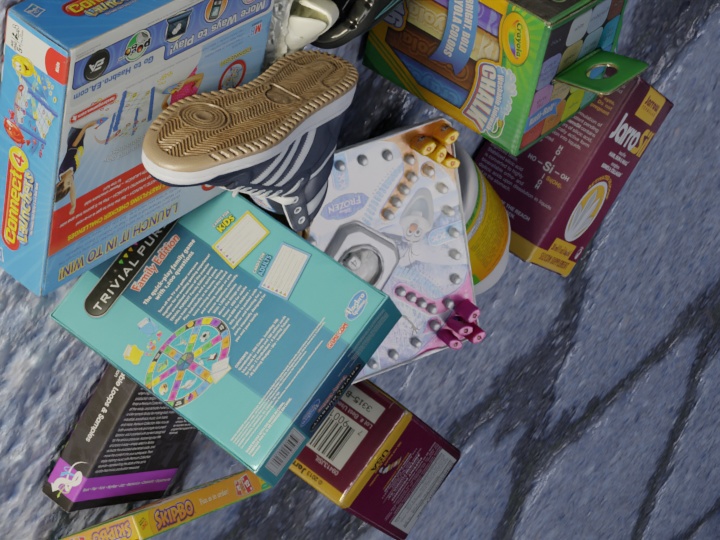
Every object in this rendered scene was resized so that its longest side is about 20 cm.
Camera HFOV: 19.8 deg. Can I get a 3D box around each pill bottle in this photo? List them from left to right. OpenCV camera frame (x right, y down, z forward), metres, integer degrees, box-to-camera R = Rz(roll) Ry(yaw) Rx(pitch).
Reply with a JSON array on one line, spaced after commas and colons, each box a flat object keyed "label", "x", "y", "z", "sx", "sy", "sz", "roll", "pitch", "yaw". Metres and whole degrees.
[{"label": "pill bottle", "x": 0.068, "y": -0.042, "z": 1.776, "sx": 0.111, "sy": 0.111, "sz": 0.200, "roll": -54, "pitch": 157, "yaw": -4}]

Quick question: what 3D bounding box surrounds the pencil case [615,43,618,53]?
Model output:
[{"label": "pencil case", "x": 0.204, "y": -0.267, "z": 1.771, "sx": 0.085, "sy": 0.092, "sz": 0.200, "roll": -34, "pitch": 148, "yaw": -41}]

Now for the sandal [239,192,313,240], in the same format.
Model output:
[{"label": "sandal", "x": -0.056, "y": -0.049, "z": 1.518, "sx": 0.070, "sy": 0.077, "sz": 0.212, "roll": -2, "pitch": 103, "yaw": -57}]

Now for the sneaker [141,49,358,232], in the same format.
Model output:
[{"label": "sneaker", "x": -0.076, "y": -0.068, "z": 1.371, "sx": 0.200, "sy": 0.070, "sz": 0.109, "roll": -32, "pitch": 147, "yaw": -48}]

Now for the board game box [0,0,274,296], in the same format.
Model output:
[{"label": "board game box", "x": -0.147, "y": -0.109, "z": 1.338, "sx": 0.200, "sy": 0.056, "sz": 0.196, "roll": -33, "pitch": 148, "yaw": -42}]

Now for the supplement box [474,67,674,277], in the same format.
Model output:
[{"label": "supplement box", "x": 0.189, "y": -0.108, "z": 1.937, "sx": 0.200, "sy": 0.103, "sz": 0.131, "roll": -59, "pitch": 156, "yaw": 7}]

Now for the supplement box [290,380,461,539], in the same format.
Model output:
[{"label": "supplement box", "x": -0.008, "y": 0.151, "z": 1.842, "sx": 0.103, "sy": 0.131, "sz": 0.200, "roll": -54, "pitch": 158, "yaw": -4}]

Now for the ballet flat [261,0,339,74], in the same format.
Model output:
[{"label": "ballet flat", "x": -0.040, "y": -0.200, "z": 1.400, "sx": 0.072, "sy": 0.072, "sz": 0.200, "roll": -26, "pitch": 143, "yaw": -49}]

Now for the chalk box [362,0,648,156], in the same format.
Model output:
[{"label": "chalk box", "x": 0.122, "y": -0.182, "z": 1.582, "sx": 0.125, "sy": 0.200, "sz": 0.124, "roll": -33, "pitch": 148, "yaw": -42}]

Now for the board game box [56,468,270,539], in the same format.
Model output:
[{"label": "board game box", "x": -0.167, "y": 0.203, "z": 1.686, "sx": 0.095, "sy": 0.030, "sz": 0.200, "roll": -22, "pitch": 179, "yaw": 33}]

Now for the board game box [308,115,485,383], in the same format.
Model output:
[{"label": "board game box", "x": 0.000, "y": 0.000, "z": 1.625, "sx": 0.199, "sy": 0.026, "sz": 0.201, "roll": -20, "pitch": 118, "yaw": -20}]

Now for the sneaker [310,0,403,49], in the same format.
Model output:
[{"label": "sneaker", "x": 0.023, "y": -0.246, "z": 1.492, "sx": 0.200, "sy": 0.075, "sz": 0.079, "roll": -50, "pitch": 169, "yaw": 5}]

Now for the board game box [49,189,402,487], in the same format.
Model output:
[{"label": "board game box", "x": -0.095, "y": 0.032, "z": 1.442, "sx": 0.151, "sy": 0.200, "sz": 0.047, "roll": -52, "pitch": 156, "yaw": -7}]

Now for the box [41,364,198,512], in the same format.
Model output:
[{"label": "box", "x": -0.158, "y": 0.094, "z": 1.615, "sx": 0.200, "sy": 0.036, "sz": 0.143, "roll": -59, "pitch": 158, "yaw": 11}]
